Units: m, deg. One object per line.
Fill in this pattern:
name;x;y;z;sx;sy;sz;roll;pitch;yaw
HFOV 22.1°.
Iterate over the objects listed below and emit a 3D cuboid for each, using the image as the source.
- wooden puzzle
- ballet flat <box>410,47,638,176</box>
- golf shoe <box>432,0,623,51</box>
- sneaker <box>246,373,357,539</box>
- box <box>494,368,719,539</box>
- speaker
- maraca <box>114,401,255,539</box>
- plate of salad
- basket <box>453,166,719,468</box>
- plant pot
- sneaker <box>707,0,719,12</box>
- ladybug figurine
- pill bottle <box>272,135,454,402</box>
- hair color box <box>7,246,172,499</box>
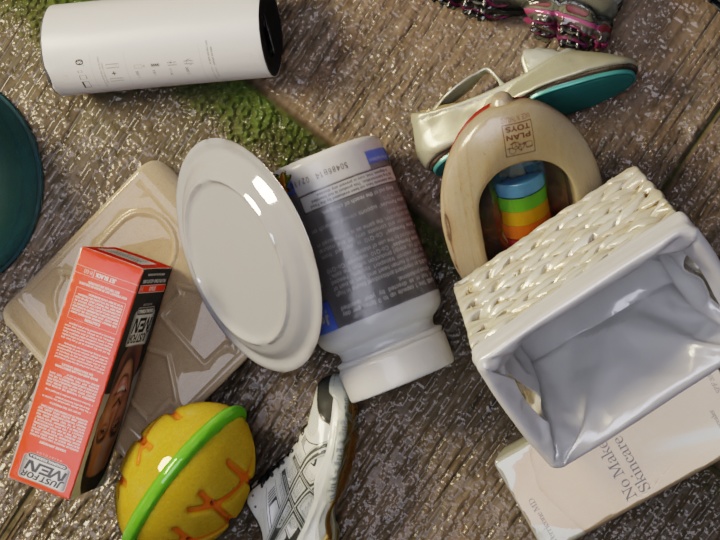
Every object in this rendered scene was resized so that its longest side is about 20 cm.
wooden puzzle;-0.185;0.035;1.621;0.200;0.046;0.185;-43;84;6
ballet flat;0.131;-0.148;1.535;0.199;0.069;0.070;-25;88;13
golf shoe;0.122;-0.251;1.530;0.198;0.073;0.093;19;82;3
sneaker;-0.056;0.182;1.582;0.087;0.076;0.202;13;95;11
box;0.219;0.143;1.519;0.199;0.078;0.095;-32;86;12
speaker;-0.168;-0.197;1.585;0.198;0.081;0.082;-4;92;13
maraca;-0.159;0.193;1.570;0.107;0.137;0.201;40;113;14
plate of salad;-0.086;-0.015;1.512;0.200;0.048;0.202;32;134;40
basket;0.188;0.033;1.456;0.199;0.124;0.136;-33;121;8
plant pot;-0.399;-0.075;1.586;0.198;0.188;0.202;1;93;11
sneaker;0.313;-0.180;1.483;0.201;0.077;0.147;21;94;9
ladybug figurine;0.128;-0.060;1.504;0.135;0.072;0.201;-12;122;-6
pill bottle;0.000;0.000;1.541;0.113;0.114;0.202;-21;88;12
hair color box;-0.226;0.084;1.553;0.061;0.101;0.202;19;94;8
